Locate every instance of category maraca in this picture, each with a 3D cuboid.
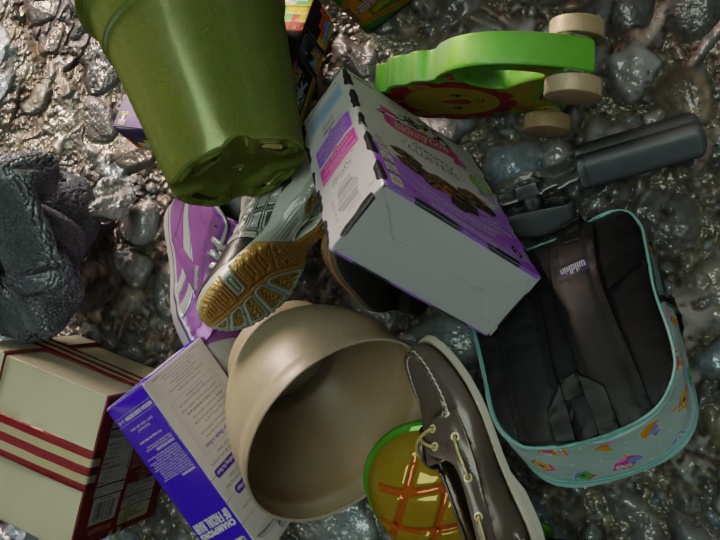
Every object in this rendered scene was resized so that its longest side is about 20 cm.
[{"bbox_3d":[0.090,0.223,0.820,0.200,0.107,0.137,45,115,-8],"label":"maraca"}]

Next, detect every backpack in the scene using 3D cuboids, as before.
[{"bbox_3d":[0.187,0.078,0.744,0.172,0.154,0.203,-20,41,16],"label":"backpack"}]

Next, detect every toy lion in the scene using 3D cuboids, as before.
[{"bbox_3d":[0.106,-0.170,0.791,0.187,0.200,0.071,4,87,2],"label":"toy lion"}]

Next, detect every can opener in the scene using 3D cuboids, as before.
[{"bbox_3d":[0.221,-0.084,0.824,0.196,0.054,0.068,-15,114,18],"label":"can opener"}]

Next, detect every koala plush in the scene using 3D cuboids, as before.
[{"bbox_3d":[-0.344,-0.041,0.955,0.174,0.201,0.187,-18,109,18],"label":"koala plush"}]

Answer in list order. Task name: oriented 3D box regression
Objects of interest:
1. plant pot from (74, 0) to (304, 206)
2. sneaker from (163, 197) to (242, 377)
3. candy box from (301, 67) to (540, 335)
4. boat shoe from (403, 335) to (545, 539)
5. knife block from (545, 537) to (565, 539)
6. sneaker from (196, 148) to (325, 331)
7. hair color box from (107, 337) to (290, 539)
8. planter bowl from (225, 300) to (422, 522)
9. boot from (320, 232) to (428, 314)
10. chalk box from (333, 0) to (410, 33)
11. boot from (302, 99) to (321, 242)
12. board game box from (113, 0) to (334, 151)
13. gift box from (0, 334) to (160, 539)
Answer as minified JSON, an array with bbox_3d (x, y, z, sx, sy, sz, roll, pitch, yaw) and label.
[{"bbox_3d":[-0.130,-0.169,0.777,0.197,0.199,0.194,-25,73,17],"label":"plant pot"},{"bbox_3d":[-0.145,0.003,0.912,0.113,0.072,0.205,-24,78,44],"label":"sneaker"},{"bbox_3d":[0.043,-0.063,0.749,0.072,0.166,0.202,-49,31,23],"label":"candy box"},{"bbox_3d":[0.082,0.153,0.738,0.058,0.072,0.203,-21,77,-19],"label":"boat shoe"},{"bbox_3d":[0.209,0.318,0.753,0.173,0.064,0.203,-25,78,-9],"label":"knife block"},{"bbox_3d":[-0.089,-0.032,0.836,0.087,0.076,0.201,29,72,41],"label":"sneaker"},{"bbox_3d":[-0.145,0.180,0.869,0.064,0.109,0.202,-34,94,28],"label":"hair color box"},{"bbox_3d":[-0.047,0.114,0.843,0.202,0.199,0.135,-55,45,9],"label":"planter bowl"},{"bbox_3d":[0.000,0.000,0.813,0.074,0.199,0.075,9,80,25],"label":"boot"},{"bbox_3d":[0.038,-0.355,0.860,0.198,0.124,0.126,-34,76,16],"label":"chalk box"},{"bbox_3d":[-0.029,-0.098,0.902,0.195,0.070,0.150,5,82,16],"label":"boot"},{"bbox_3d":[-0.143,-0.203,0.920,0.196,0.057,0.169,9,72,27],"label":"board game box"},{"bbox_3d":[-0.321,0.183,0.930,0.183,0.184,0.204,18,89,18],"label":"gift box"}]
